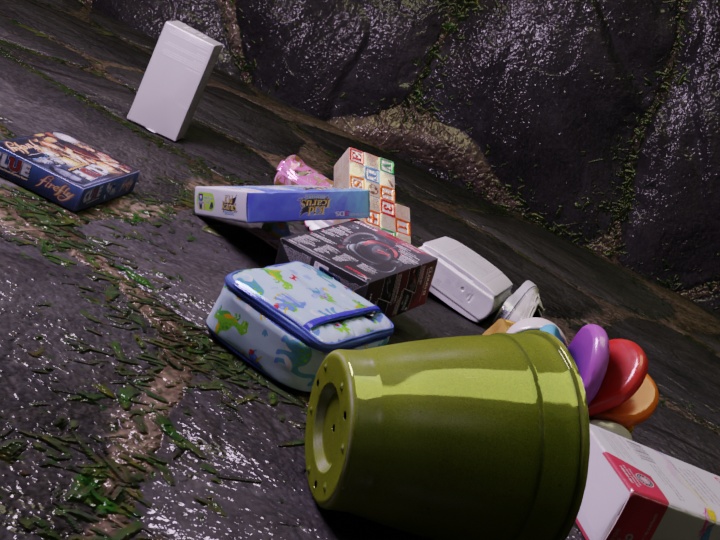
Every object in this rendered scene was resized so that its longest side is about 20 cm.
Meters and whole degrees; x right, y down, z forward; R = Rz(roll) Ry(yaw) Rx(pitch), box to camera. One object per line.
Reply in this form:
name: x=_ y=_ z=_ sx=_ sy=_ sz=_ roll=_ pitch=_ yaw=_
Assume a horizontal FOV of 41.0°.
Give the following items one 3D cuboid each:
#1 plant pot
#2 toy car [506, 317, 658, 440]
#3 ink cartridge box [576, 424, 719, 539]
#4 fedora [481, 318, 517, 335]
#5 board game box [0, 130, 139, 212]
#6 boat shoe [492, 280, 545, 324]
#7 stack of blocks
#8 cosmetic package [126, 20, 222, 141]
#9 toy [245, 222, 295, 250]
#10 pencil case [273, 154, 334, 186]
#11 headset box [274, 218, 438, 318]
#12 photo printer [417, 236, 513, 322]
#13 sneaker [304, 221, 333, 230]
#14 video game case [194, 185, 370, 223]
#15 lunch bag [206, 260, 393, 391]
plant pot: x=0.059 y=0.141 z=0.822 sx=0.191 sy=0.202 sz=0.201 roll=8 pitch=19 yaw=-18
toy car: x=0.265 y=0.132 z=1.156 sx=0.199 sy=0.150 sz=0.176 roll=22 pitch=44 yaw=-14
ink cartridge box: x=0.324 y=0.258 z=1.026 sx=0.199 sy=0.086 sz=0.148 roll=24 pitch=14 yaw=-14
fedora: x=0.213 y=0.124 z=1.313 sx=0.199 sy=0.082 sz=0.201 roll=25 pitch=14 yaw=-6
board game box: x=-0.394 y=-0.137 z=1.291 sx=0.135 sy=0.035 sz=0.200 roll=26 pitch=14 yaw=1
boat shoe: x=0.286 y=0.070 z=1.665 sx=0.065 sy=0.072 sz=0.200 roll=34 pitch=16 yaw=13
stack of blocks: x=0.018 y=-0.092 z=1.571 sx=0.114 sy=0.059 sz=0.201 roll=16 pitch=54 yaw=-25
cosmetic package: x=-0.350 y=-0.356 z=1.820 sx=0.106 sy=0.201 sz=0.090 roll=27 pitch=16 yaw=-4
toy: x=-0.064 y=-0.029 z=1.453 sx=0.199 sy=0.047 sz=0.115 roll=31 pitch=16 yaw=21
pencil case: x=-0.068 y=-0.135 z=1.759 sx=0.199 sy=0.087 sz=0.083 roll=33 pitch=47 yaw=27
headset box: x=0.000 y=0.000 z=1.307 sx=0.148 sy=0.076 sz=0.199 roll=27 pitch=25 yaw=27
photo printer: x=0.177 y=0.011 z=1.664 sx=0.166 sy=0.070 sz=0.200 roll=36 pitch=16 yaw=11
sneaker: x=0.005 y=-0.071 z=1.636 sx=0.199 sy=0.089 sz=0.081 roll=30 pitch=15 yaw=10
video game case: x=-0.116 y=-0.100 z=1.407 sx=0.199 sy=0.046 sz=0.181 roll=-4 pitch=9 yaw=-32
lunch bag: x=-0.059 y=0.061 z=1.080 sx=0.160 sy=0.083 sz=0.200 roll=35 pitch=17 yaw=22
